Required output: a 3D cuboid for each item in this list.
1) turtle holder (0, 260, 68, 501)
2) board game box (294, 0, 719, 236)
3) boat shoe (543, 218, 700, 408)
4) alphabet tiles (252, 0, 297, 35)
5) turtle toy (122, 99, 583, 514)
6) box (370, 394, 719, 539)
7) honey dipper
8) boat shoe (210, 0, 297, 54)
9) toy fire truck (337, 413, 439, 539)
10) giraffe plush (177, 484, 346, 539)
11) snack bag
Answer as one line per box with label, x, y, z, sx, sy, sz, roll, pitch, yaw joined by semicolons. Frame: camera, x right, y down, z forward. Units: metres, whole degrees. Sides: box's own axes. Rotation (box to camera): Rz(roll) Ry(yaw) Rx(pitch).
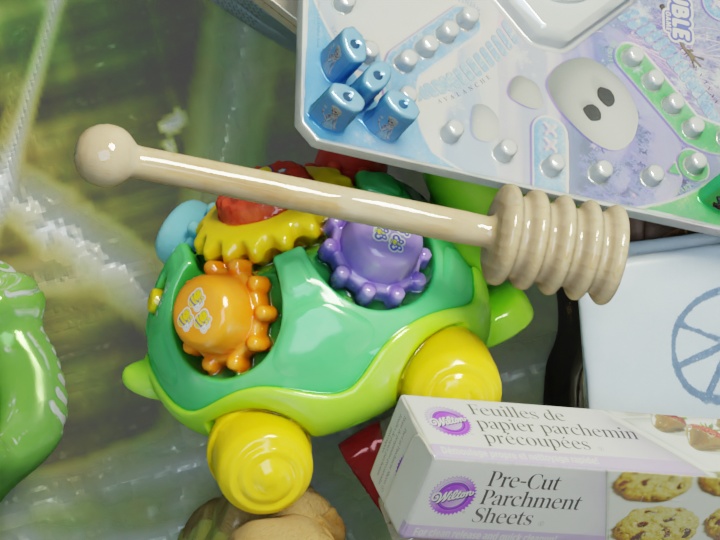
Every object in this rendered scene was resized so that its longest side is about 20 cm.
turtle holder;-0.205;0.070;1.160;0.185;0.141;0.132;-41;74;10
board game box;0.074;-0.120;1.131;0.200;0.026;0.200;11;61;-20
boat shoe;0.114;0.003;1.194;0.067;0.072;0.200;2;99;-8
alphabet tiles;0.005;-0.183;1.171;0.196;0.015;0.200;37;65;-2
turtle toy;0.000;0.000;1.144;0.200;0.146;0.101;-22;114;-1
box;0.103;0.078;1.113;0.200;0.039;0.041;6;122;-25
honey dipper;-0.003;-0.025;1.068;0.200;0.038;0.038;12;92;-11
boat shoe;-0.021;-0.127;1.195;0.200;0.074;0.067;39;77;-11
toy fire truck;0.041;0.122;1.127;0.049;0.200;0.141;-30;92;7
giraffe plush;-0.014;0.197;1.162;0.162;0.173;0.200;25;98;-10
snack bag;0.177;0.075;1.183;0.188;0.021;0.200;-9;107;-15
